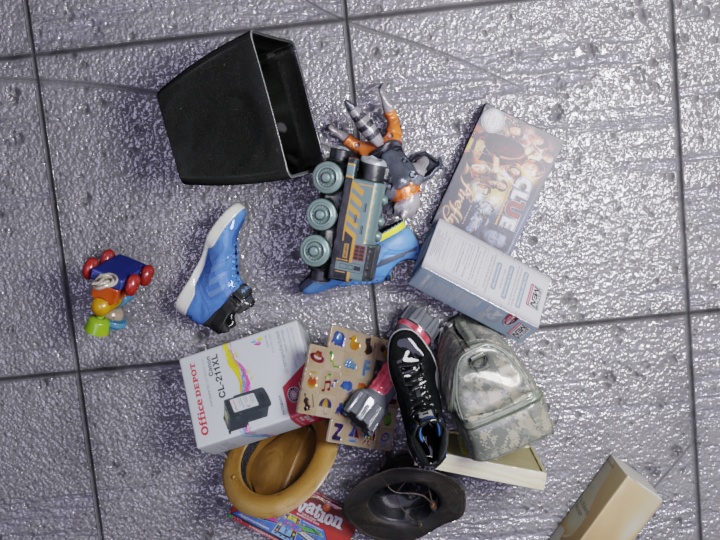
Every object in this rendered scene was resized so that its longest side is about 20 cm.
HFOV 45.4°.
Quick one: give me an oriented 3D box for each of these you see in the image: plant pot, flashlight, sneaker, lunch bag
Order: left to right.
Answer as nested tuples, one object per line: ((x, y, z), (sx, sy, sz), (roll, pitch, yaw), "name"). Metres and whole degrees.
((-0.198, 0.004, 1.333), (0.110, 0.077, 0.202), (30, 102, 4), "sneaker")
((-0.178, -0.217, 1.259), (0.175, 0.199, 0.203), (-14, 97, 15), "plant pot")
((0.000, 0.000, 1.334), (0.198, 0.066, 0.079), (-28, 99, 5), "sneaker")
((0.045, 0.146, 1.307), (0.067, 0.068, 0.201), (29, 65, 19), "flashlight")
((0.089, 0.181, 1.220), (0.072, 0.112, 0.203), (-13, 88, -4), "sneaker")
((0.184, 0.163, 1.283), (0.138, 0.200, 0.170), (-21, 100, 2), "lunch bag")

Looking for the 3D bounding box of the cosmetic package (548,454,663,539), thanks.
((0.375, 0.402, 1.351), (0.071, 0.105, 0.201), (33, 96, -2), "cosmetic package")

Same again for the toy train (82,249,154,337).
((-0.385, 0.048, 1.289), (0.084, 0.200, 0.117), (21, 102, -1), "toy train")

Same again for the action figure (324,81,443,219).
((0.018, -0.154, 1.297), (0.199, 0.105, 0.195), (-33, 85, 3), "action figure")

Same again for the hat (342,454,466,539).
((0.066, 0.342, 1.357), (0.197, 0.082, 0.202), (-2, 133, -2), "hat")

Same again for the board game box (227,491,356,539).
((-0.107, 0.402, 1.411), (0.198, 0.019, 0.104), (27, 96, -1), "board game box")

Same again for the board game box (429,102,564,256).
((0.209, -0.135, 1.324), (0.134, 0.035, 0.202), (24, 97, -1), "board game box")

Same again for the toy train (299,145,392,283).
((-0.020, -0.076, 1.254), (0.112, 0.085, 0.203), (11, 96, 7), "toy train")

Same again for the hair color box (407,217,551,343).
((0.181, 0.016, 1.301), (0.198, 0.061, 0.100), (27, 56, -5), "hair color box")

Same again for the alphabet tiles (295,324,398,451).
((-0.011, 0.178, 1.302), (0.198, 0.007, 0.170), (18, 79, -40), "alphabet tiles")

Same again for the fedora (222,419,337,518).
((-0.117, 0.307, 1.348), (0.198, 0.202, 0.082), (-18, 135, 4), "fedora")

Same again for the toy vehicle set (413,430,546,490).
((0.179, 0.286, 1.333), (0.197, 0.124, 0.027), (11, 98, 1), "toy vehicle set")

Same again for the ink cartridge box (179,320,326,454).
((-0.165, 0.183, 1.329), (0.197, 0.083, 0.148), (-18, 71, 4), "ink cartridge box")
